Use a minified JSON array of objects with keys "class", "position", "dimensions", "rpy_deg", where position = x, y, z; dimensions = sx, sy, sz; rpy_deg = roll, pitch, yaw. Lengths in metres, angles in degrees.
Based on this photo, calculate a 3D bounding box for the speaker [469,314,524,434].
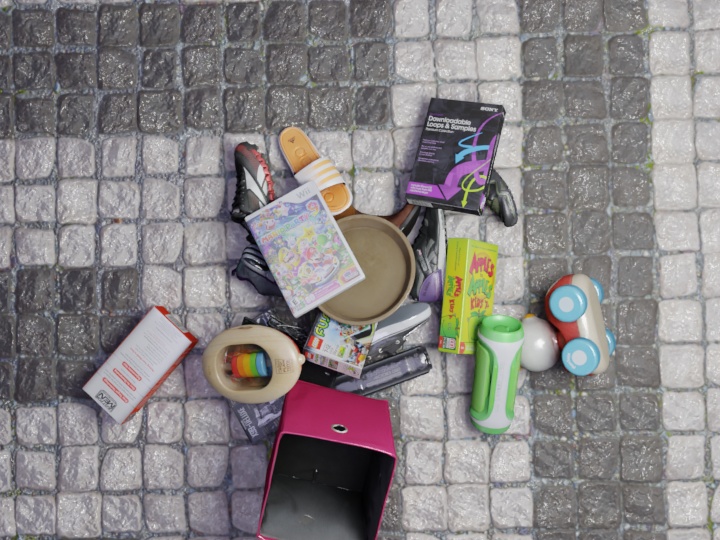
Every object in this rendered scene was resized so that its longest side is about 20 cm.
[{"class":"speaker","position":[0.242,0.185,1.281],"dimensions":[0.087,0.089,0.204],"rpy_deg":[3,113,1]}]

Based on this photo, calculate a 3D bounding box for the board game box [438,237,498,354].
[{"class":"board game box","position":[0.197,0.048,1.309],"dimensions":[0.047,0.101,0.204],"rpy_deg":[4,87,43]}]

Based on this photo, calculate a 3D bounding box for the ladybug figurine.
[{"class":"ladybug figurine","position":[-0.181,0.159,1.253],"dimensions":[0.196,0.072,0.139],"rpy_deg":[-3,98,22]}]

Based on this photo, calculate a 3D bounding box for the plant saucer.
[{"class":"plant saucer","position":[0.000,0.000,1.272],"dimensions":[0.196,0.030,0.204],"rpy_deg":[-2,74,7]}]

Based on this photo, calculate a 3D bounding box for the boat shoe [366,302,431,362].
[{"class":"boat shoe","position":[0.047,0.129,1.333],"dimensions":[0.198,0.070,0.067],"rpy_deg":[-28,110,-4]}]

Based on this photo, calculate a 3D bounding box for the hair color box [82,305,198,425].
[{"class":"hair color box","position":[-0.407,0.174,1.338],"dimensions":[0.101,0.061,0.200],"rpy_deg":[42,88,2]}]

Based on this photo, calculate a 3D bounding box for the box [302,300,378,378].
[{"class":"box","position":[-0.022,0.088,1.288],"dimensions":[0.108,0.035,0.202],"rpy_deg":[18,50,3]}]

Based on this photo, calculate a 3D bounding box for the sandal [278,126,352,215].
[{"class":"sandal","position":[-0.095,-0.190,1.325],"dimensions":[0.079,0.059,0.208],"rpy_deg":[-35,73,-4]}]

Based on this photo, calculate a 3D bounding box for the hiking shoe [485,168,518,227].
[{"class":"hiking shoe","position":[0.212,-0.152,1.340],"dimensions":[0.100,0.076,0.202],"rpy_deg":[-35,78,6]}]

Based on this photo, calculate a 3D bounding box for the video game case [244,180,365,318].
[{"class":"video game case","position":[-0.099,-0.040,1.263],"dimensions":[0.142,0.018,0.202],"rpy_deg":[-29,78,-1]}]

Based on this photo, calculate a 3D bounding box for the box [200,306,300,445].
[{"class":"box","position":[-0.180,0.195,1.338],"dimensions":[0.156,0.050,0.202],"rpy_deg":[-31,87,0]}]

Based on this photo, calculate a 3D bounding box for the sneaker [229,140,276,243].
[{"class":"sneaker","position":[-0.203,-0.139,1.329],"dimensions":[0.097,0.071,0.204],"rpy_deg":[-18,88,-30]}]

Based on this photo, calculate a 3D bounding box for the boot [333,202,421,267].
[{"class":"boot","position":[-0.005,-0.112,1.354],"dimensions":[0.200,0.068,0.189],"rpy_deg":[42,88,15]}]

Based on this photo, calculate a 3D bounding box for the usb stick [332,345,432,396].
[{"class":"usb stick","position":[0.036,0.196,1.344],"dimensions":[0.197,0.033,0.056],"rpy_deg":[-20,81,0]}]

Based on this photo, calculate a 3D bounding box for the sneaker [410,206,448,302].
[{"class":"sneaker","position":[0.118,-0.043,1.333],"dimensions":[0.086,0.076,0.204],"rpy_deg":[-3,88,7]}]

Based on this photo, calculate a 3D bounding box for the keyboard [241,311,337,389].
[{"class":"keyboard","position":[-0.128,0.143,1.306],"dimensions":[0.198,0.040,0.105],"rpy_deg":[27,110,1]}]

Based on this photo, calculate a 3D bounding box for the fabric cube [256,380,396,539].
[{"class":"fabric cube","position":[-0.056,0.330,1.223],"dimensions":[0.193,0.200,0.203],"rpy_deg":[13,105,-5]}]

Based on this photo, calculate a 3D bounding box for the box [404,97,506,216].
[{"class":"box","position":[0.171,-0.209,1.299],"dimensions":[0.141,0.036,0.204],"rpy_deg":[11,78,22]}]

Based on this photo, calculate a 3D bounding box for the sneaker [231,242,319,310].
[{"class":"sneaker","position":[-0.143,0.025,1.348],"dimensions":[0.198,0.088,0.075],"rpy_deg":[32,46,-14]}]

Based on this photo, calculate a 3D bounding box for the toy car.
[{"class":"toy car","position":[0.335,0.110,1.297],"dimensions":[0.197,0.183,0.180],"rpy_deg":[-15,87,29]}]
